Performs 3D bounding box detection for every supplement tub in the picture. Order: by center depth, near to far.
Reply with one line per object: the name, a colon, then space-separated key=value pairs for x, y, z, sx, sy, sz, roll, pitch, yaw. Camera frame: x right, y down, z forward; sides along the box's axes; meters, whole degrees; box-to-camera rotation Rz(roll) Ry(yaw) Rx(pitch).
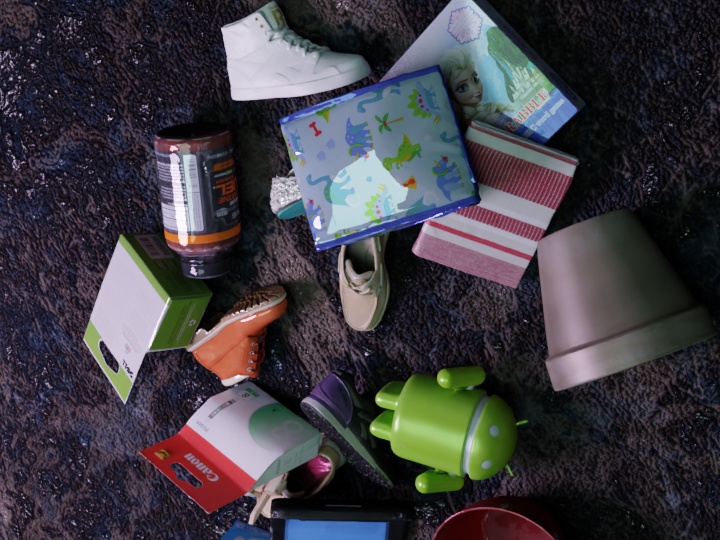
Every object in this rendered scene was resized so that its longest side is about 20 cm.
supplement tub: x=-0.218 y=-0.094 z=1.492 sx=0.107 sy=0.107 sz=0.201 roll=5 pitch=112 yaw=22

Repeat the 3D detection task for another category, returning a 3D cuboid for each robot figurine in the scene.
robot figurine: x=0.117 y=0.206 z=1.454 sx=0.199 sy=0.116 sz=0.176 roll=15 pitch=102 yaw=17

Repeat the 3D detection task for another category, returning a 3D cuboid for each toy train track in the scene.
toy train track: x=-0.149 y=0.308 z=1.589 sx=0.032 sy=0.115 sz=0.200 roll=35 pitch=160 yaw=-9

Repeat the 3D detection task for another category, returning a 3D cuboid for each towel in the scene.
towel: x=0.163 y=-0.078 z=1.342 sx=0.144 sy=0.023 sz=0.200 roll=18 pitch=125 yaw=-6

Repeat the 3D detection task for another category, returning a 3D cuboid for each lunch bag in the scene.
lunch bag: x=0.029 y=-0.131 z=1.298 sx=0.199 sy=0.127 sz=0.171 roll=-18 pitch=90 yaw=23

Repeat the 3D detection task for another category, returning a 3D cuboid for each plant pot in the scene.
plant pot: x=0.293 y=0.027 z=1.286 sx=0.199 sy=0.200 sz=0.174 roll=-23 pitch=82 yaw=28

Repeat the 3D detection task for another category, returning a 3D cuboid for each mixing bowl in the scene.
mixing bowl: x=0.204 y=0.383 z=1.488 sx=0.199 sy=0.108 sz=0.201 roll=9 pitch=113 yaw=21

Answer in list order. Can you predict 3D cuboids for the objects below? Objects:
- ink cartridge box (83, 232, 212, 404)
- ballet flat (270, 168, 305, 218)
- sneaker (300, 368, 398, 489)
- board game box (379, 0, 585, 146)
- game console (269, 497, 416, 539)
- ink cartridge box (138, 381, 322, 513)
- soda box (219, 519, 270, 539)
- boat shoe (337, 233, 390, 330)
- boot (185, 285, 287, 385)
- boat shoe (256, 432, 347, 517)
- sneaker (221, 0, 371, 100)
ink cartridge box: x=-0.312 y=0.067 z=1.579 sx=0.148 sy=0.076 sz=0.200 roll=48 pitch=125 yaw=32
ballet flat: x=-0.038 y=-0.125 z=1.428 sx=0.199 sy=0.072 sz=0.072 roll=-17 pitch=102 yaw=26
sneaker: x=0.009 y=0.220 z=1.531 sx=0.076 sy=0.088 sz=0.200 roll=12 pitch=145 yaw=54
board game box: x=0.132 y=-0.202 z=1.335 sx=0.200 sy=0.041 sz=0.200 roll=46 pitch=120 yaw=2
game console: x=-0.029 y=0.383 z=1.550 sx=0.199 sy=0.176 sz=0.117 roll=1 pitch=84 yaw=-4
ink cartridge box: x=-0.179 y=0.238 z=1.520 sx=0.161 sy=0.200 sz=0.050 roll=30 pitch=124 yaw=35
soda box: x=-0.118 y=0.456 z=1.680 sx=0.199 sy=0.064 sz=0.068 roll=16 pitch=115 yaw=16
boat shoe: x=0.000 y=0.000 z=1.450 sx=0.072 sy=0.065 sz=0.201 roll=16 pitch=122 yaw=16
boot: x=-0.157 y=0.094 z=1.560 sx=0.200 sy=0.075 sz=0.107 roll=-31 pitch=98 yaw=38
boat shoe: x=-0.095 y=0.306 z=1.609 sx=0.074 sy=0.069 sz=0.200 roll=45 pitch=119 yaw=2
sneaker: x=-0.088 y=-0.282 z=1.383 sx=0.199 sy=0.074 sz=0.116 roll=-2 pitch=112 yaw=25
